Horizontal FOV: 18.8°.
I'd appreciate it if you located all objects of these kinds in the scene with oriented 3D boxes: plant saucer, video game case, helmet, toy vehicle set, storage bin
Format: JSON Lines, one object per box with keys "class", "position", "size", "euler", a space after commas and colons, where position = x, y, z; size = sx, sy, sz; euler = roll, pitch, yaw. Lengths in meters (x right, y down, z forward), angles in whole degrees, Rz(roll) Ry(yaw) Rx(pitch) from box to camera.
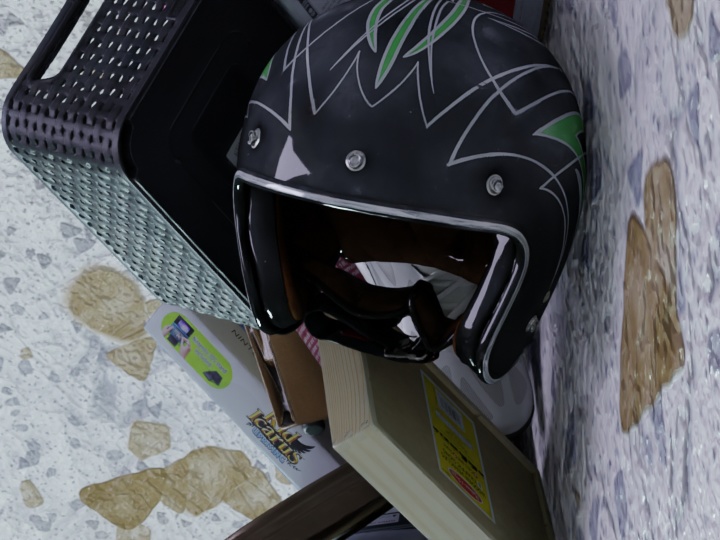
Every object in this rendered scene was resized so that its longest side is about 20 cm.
{"class": "plant saucer", "position": [-0.031, 0.166, 1.425], "size": [0.030, 0.200, 0.200], "euler": [57, 169, 10]}
{"class": "video game case", "position": [-0.037, 0.062, 1.594], "size": [0.045, 0.181, 0.200], "euler": [-48, -8, 31]}
{"class": "helmet", "position": [0.027, -0.053, 1.134], "size": [0.200, 0.199, 0.191], "euler": [-99, 7, -54]}
{"class": "toy vehicle set", "position": [0.047, 0.107, 1.230], "size": [0.200, 0.026, 0.124], "euler": [46, -159, -33]}
{"class": "storage bin", "position": [-0.088, -0.071, 1.212], "size": [0.135, 0.094, 0.200], "euler": [-61, -39, -19]}

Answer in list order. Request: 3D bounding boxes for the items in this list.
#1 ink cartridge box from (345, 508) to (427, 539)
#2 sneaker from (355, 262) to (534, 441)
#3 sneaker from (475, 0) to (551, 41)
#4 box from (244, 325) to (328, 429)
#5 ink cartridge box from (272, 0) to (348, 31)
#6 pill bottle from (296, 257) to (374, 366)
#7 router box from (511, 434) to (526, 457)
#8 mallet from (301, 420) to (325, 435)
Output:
{"class": "ink cartridge box", "position": [0.029, 0.249, 1.565], "size": [0.200, 0.084, 0.145], "euler": [-64, -33, -76]}
{"class": "sneaker", "position": [0.046, 0.008, 1.303], "size": [0.201, 0.076, 0.115], "euler": [60, 166, 9]}
{"class": "sneaker", "position": [0.051, -0.203, 1.199], "size": [0.071, 0.112, 0.200], "euler": [-98, 8, -47]}
{"class": "box", "position": [-0.009, 0.017, 1.523], "size": [0.021, 0.200, 0.164], "euler": [-24, 81, 40]}
{"class": "ink cartridge box", "position": [-0.051, -0.141, 1.299], "size": [0.196, 0.043, 0.200], "euler": [25, 162, 46]}
{"class": "pill bottle", "position": [0.000, 0.000, 1.420], "size": [0.200, 0.114, 0.114], "euler": [55, 169, 8]}
{"class": "router box", "position": [0.081, 0.196, 1.386], "size": [0.149, 0.051, 0.200], "euler": [93, 173, -61]}
{"class": "mallet", "position": [-0.049, 0.031, 1.544], "size": [0.066, 0.041, 0.200], "euler": [41, -151, -60]}
